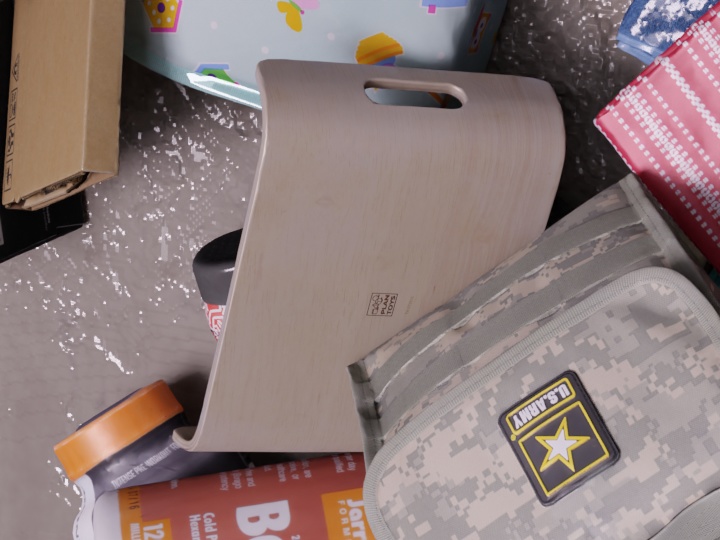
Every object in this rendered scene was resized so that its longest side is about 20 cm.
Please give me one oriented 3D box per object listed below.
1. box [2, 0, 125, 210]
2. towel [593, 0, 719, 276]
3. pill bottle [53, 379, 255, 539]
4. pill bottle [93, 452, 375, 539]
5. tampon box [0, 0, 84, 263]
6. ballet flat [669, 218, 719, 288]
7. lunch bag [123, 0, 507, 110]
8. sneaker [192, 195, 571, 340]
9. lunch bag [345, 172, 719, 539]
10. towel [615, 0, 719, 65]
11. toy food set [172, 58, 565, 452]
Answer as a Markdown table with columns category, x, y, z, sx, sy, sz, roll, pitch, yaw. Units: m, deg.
| category | x | y | z | sx | sy | sz | roll | pitch | yaw |
| --- | --- | --- | --- | --- | --- | --- | --- | --- | --- |
| box | -0.143 | -0.136 | 0.966 | 0.163 | 0.021 | 0.201 | 170 | 104 | -67 |
| towel | 0.219 | -0.077 | 0.854 | 0.200 | 0.022 | 0.145 | -41 | 84 | 21 |
| pill bottle | -0.085 | 0.160 | 1.067 | 0.106 | 0.106 | 0.200 | -32 | 90 | 28 |
| pill bottle | -0.025 | 0.148 | 0.963 | 0.199 | 0.112 | 0.113 | -9 | 102 | -5 |
| tampon box | -0.275 | -0.078 | 1.074 | 0.199 | 0.126 | 0.151 | -1 | 103 | 25 |
| ballet flat | 0.145 | 0.028 | 0.952 | 0.069 | 0.069 | 0.201 | 24 | 113 | 17 |
| lunch bag | -0.027 | -0.165 | 0.943 | 0.199 | 0.122 | 0.171 | 21 | 113 | 12 |
| sneaker | 0.020 | 0.023 | 1.008 | 0.200 | 0.067 | 0.108 | -8 | 115 | 18 |
| lunch bag | 0.089 | 0.069 | 0.811 | 0.164 | 0.200 | 0.118 | -35 | 110 | 9 |
| towel | 0.220 | -0.098 | 0.888 | 0.200 | 0.049 | 0.112 | 36 | 115 | 12 |
| toy food set | 0.000 | 0.000 | 0.912 | 0.143 | 0.060 | 0.201 | 2 | 119 | -22 |
